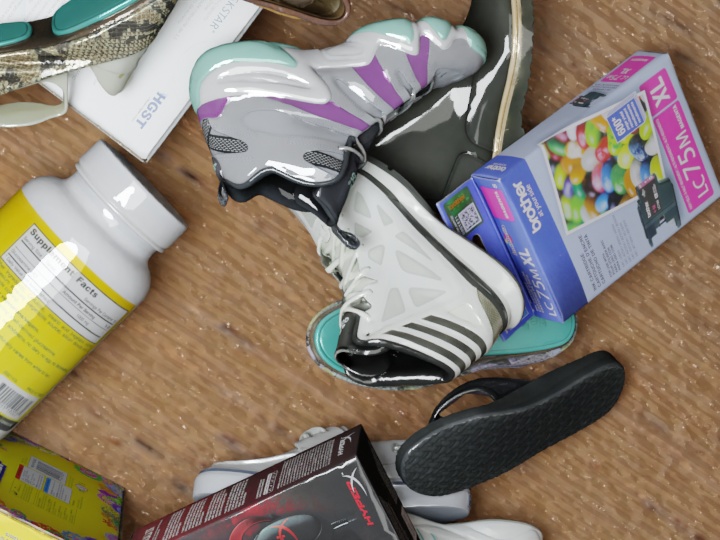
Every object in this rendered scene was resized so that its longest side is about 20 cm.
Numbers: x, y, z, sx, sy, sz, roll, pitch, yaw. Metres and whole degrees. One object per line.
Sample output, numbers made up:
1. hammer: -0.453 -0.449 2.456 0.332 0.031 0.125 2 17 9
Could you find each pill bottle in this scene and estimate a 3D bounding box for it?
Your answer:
1. pill bottle: -0.216 0.010 1.173 0.200 0.112 0.112 -44 99 0

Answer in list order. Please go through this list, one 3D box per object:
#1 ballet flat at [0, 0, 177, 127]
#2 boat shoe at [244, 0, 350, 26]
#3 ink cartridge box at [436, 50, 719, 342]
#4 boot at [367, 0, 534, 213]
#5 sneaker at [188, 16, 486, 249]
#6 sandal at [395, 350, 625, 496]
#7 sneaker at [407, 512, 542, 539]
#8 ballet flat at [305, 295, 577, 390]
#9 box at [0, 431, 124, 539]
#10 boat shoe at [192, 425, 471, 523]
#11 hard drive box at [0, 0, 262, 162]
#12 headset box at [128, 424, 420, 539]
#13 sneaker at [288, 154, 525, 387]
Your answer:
1. ballet flat: -0.196 -0.136 1.111 0.199 0.068 0.076 -19 121 2
2. boat shoe: -0.082 -0.206 1.069 0.200 0.072 0.072 30 105 -41
3. ink cartridge box: 0.155 -0.050 1.198 0.200 0.042 0.120 -35 114 -20
4. boot: 0.047 -0.135 1.206 0.138 0.077 0.201 2 96 -2
5. sneaker: -0.005 -0.083 1.129 0.199 0.078 0.141 -10 77 -7
6. sandal: 0.099 0.104 1.228 0.200 0.048 0.076 -18 135 -32
7. sneaker: 0.037 0.215 1.225 0.199 0.070 0.081 6 68 -14
8. ballet flat: 0.052 0.046 1.224 0.199 0.072 0.072 -4 98 -17
9. box: -0.254 0.226 1.151 0.122 0.200 0.193 27 93 -9
10. boat shoe: -0.020 0.144 1.239 0.199 0.074 0.066 5 67 -14
11. hard drive box: -0.177 -0.195 1.170 0.200 0.077 0.156 38 92 -9
12. headset box: -0.056 0.216 1.158 0.199 0.075 0.149 -25 99 8
13. sneaker: 0.000 0.000 1.145 0.200 0.076 0.115 35 53 16
